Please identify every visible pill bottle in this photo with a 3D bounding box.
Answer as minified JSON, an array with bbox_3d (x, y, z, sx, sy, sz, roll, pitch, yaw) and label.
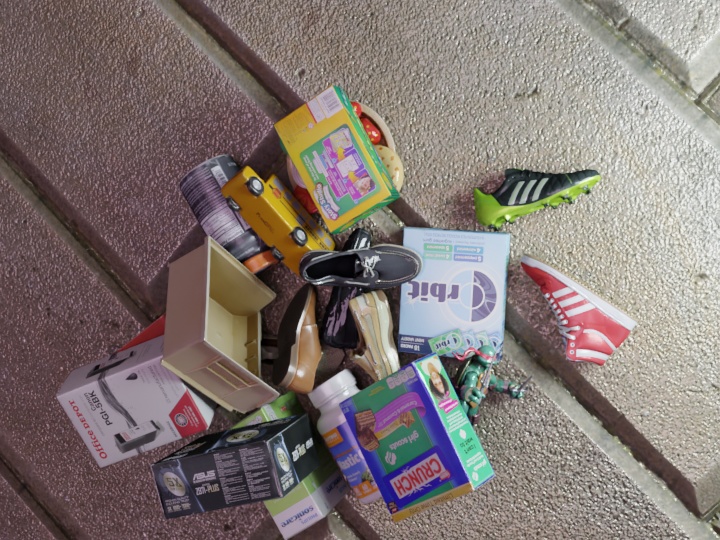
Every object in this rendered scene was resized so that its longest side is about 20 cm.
[{"bbox_3d":[-0.003,0.267,1.477,0.111,0.112,0.201,-34,85,17],"label":"pill bottle"},{"bbox_3d":[-0.214,-0.084,1.517,0.106,0.106,0.202,-31,85,17],"label":"pill bottle"}]

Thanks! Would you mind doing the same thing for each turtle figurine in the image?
[{"bbox_3d":[0.186,0.191,1.400,0.101,0.148,0.202,40,121,40],"label":"turtle figurine"}]

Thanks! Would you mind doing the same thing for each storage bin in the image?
[{"bbox_3d":[-0.213,0.092,1.416,0.093,0.198,0.202,-26,46,21],"label":"storage bin"}]

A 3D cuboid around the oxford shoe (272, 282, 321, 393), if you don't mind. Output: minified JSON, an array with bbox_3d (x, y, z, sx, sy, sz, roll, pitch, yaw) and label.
[{"bbox_3d":[-0.094,0.113,1.488,0.071,0.202,0.071,28,142,-26],"label":"oxford shoe"}]

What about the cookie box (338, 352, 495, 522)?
[{"bbox_3d":[0.082,0.252,1.352,0.170,0.075,0.202,-34,79,37],"label":"cookie box"}]

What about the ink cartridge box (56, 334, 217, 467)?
[{"bbox_3d":[-0.348,0.203,1.410,0.198,0.083,0.148,-22,111,11],"label":"ink cartridge box"}]

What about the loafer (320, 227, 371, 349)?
[{"bbox_3d":[-0.012,0.031,1.490,0.069,0.068,0.203,13,95,-14],"label":"loafer"}]

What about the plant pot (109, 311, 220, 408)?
[{"bbox_3d":[-0.311,0.167,1.532,0.199,0.200,0.177,-35,96,17],"label":"plant pot"}]

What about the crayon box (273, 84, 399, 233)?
[{"bbox_3d":[-0.038,-0.175,1.428,0.118,0.058,0.202,-29,86,18],"label":"crayon box"}]

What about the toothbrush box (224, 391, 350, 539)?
[{"bbox_3d":[-0.119,0.319,1.500,0.086,0.145,0.201,-34,85,16],"label":"toothbrush box"}]

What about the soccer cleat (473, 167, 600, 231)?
[{"bbox_3d":[0.267,-0.128,1.387,0.198,0.067,0.082,-20,76,18],"label":"soccer cleat"}]

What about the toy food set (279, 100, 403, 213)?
[{"bbox_3d":[-0.036,-0.179,1.483,0.196,0.049,0.202,-24,88,18],"label":"toy food set"}]

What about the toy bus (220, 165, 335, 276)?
[{"bbox_3d":[-0.133,-0.085,1.466,0.065,0.079,0.200,-31,108,36],"label":"toy bus"}]

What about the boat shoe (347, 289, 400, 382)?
[{"bbox_3d":[0.018,0.134,1.464,0.075,0.072,0.203,-14,100,-13],"label":"boat shoe"}]

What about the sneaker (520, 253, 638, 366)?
[{"bbox_3d":[0.312,0.066,1.384,0.199,0.071,0.113,34,100,10],"label":"sneaker"}]

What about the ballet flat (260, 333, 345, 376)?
[{"bbox_3d":[-0.126,0.146,1.531,0.197,0.062,0.069,4,96,17],"label":"ballet flat"}]

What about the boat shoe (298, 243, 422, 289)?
[{"bbox_3d":[0.000,0.000,1.415,0.197,0.063,0.074,0,103,2],"label":"boat shoe"}]

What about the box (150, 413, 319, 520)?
[{"bbox_3d":[-0.184,0.293,1.357,0.197,0.164,0.087,-15,91,18],"label":"box"}]

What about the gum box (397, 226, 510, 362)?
[{"bbox_3d":[0.149,0.036,1.445,0.167,0.045,0.203,5,97,16],"label":"gum box"}]
